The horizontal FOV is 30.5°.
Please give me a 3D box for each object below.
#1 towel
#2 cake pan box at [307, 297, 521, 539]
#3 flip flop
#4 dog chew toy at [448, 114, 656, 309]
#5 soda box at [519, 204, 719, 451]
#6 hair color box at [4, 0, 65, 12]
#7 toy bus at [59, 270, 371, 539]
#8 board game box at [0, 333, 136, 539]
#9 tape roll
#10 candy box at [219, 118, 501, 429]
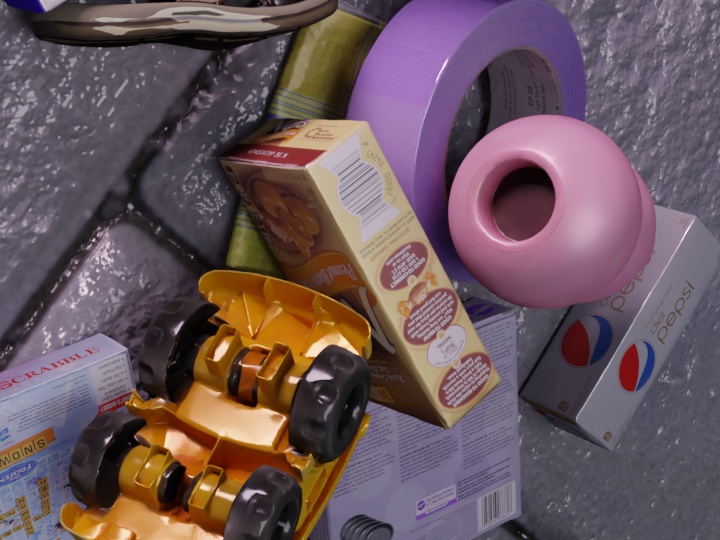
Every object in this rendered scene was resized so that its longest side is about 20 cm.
[{"bbox_3d":[-0.009,-0.079,0.916,0.144,0.023,0.200,20,91,-40],"label":"towel"},{"bbox_3d":[0.041,0.132,1.004,0.200,0.052,0.184,-20,117,-32],"label":"cake pan box"},{"bbox_3d":[-0.101,-0.164,0.793,0.200,0.081,0.058,-7,94,-30],"label":"flip flop"},{"bbox_3d":[0.142,-0.033,0.887,0.200,0.124,0.125,11,98,-60],"label":"dog chew toy"},{"bbox_3d":[0.221,0.044,1.102,0.064,0.068,0.200,38,80,-39],"label":"soda box"},{"bbox_3d":[-0.135,-0.244,0.741,0.200,0.065,0.109,-38,123,-20],"label":"hair color box"},{"bbox_3d":[-0.078,0.131,0.840,0.192,0.136,0.200,82,31,-53],"label":"toy bus"},{"bbox_3d":[-0.220,0.166,0.818,0.200,0.041,0.200,-22,116,-31],"label":"board game box"},{"bbox_3d":[0.077,-0.095,0.922,0.200,0.066,0.200,-26,126,-42],"label":"tape roll"},{"bbox_3d":[0.000,0.000,0.846,0.055,0.115,0.200,-38,114,-22],"label":"candy box"}]
